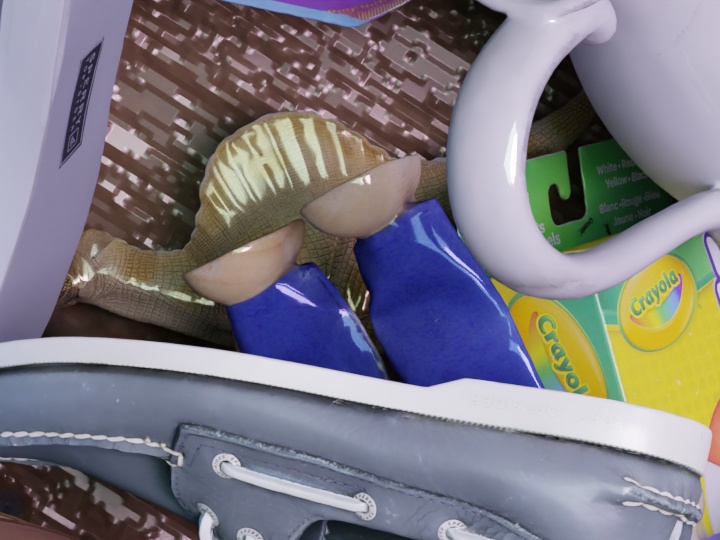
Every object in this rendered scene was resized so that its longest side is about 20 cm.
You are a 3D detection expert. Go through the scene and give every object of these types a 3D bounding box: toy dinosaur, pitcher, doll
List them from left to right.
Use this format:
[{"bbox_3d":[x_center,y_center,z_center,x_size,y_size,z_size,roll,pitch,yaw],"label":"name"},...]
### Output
[{"bbox_3d":[0.000,0.000,0.815,0.200,0.058,0.101,-18,89,-11],"label":"toy dinosaur"},{"bbox_3d":[0.025,0.076,0.756,0.136,0.048,0.200,-29,87,24],"label":"doll"},{"bbox_3d":[0.094,-0.056,0.735,0.200,0.121,0.172,30,73,-50],"label":"pitcher"}]

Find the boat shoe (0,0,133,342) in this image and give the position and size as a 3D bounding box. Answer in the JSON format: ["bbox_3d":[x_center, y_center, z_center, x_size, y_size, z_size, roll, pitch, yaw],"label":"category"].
[{"bbox_3d":[-0.102,-0.037,0.749,0.057,0.069,0.200,24,121,9],"label":"boat shoe"}]

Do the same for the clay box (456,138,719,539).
[{"bbox_3d":[0.097,0.059,0.805,0.115,0.048,0.200,-17,92,-51],"label":"clay box"}]

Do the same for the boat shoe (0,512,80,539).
[{"bbox_3d":[-0.056,0.102,0.676,0.200,0.068,0.072,26,72,-43],"label":"boat shoe"}]

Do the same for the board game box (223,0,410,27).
[{"bbox_3d":[-0.036,-0.155,0.777,0.200,0.039,0.158,14,72,18],"label":"board game box"}]

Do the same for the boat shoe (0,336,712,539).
[{"bbox_3d":[-0.016,0.054,0.699,0.200,0.073,0.062,6,82,13],"label":"boat shoe"}]
